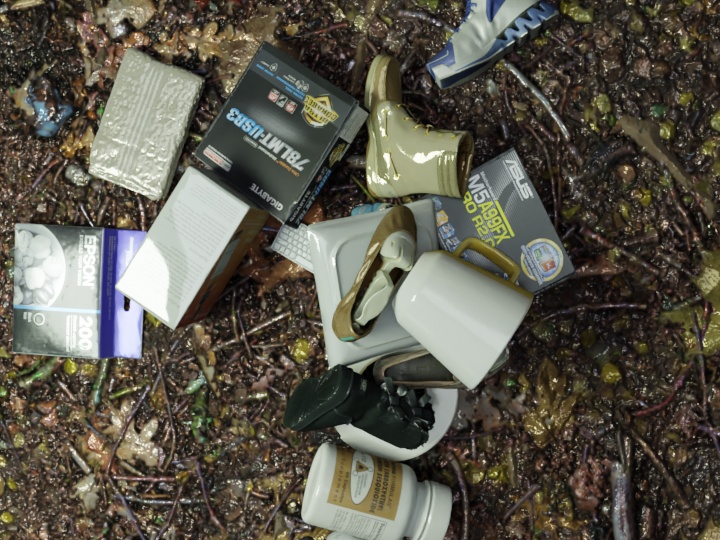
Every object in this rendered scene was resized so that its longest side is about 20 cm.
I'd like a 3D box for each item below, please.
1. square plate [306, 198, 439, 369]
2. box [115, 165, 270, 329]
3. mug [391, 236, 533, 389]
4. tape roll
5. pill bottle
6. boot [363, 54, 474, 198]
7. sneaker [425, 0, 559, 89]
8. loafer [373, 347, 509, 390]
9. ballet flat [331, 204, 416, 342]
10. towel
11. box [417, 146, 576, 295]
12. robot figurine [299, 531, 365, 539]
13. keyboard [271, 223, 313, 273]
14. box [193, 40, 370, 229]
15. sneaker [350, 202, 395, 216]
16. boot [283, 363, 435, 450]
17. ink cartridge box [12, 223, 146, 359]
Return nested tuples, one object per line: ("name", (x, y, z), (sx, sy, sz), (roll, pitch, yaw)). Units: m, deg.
("square plate", (0.034, 0.018, 1.303), (0.195, 0.028, 0.203), (-13, 101, -22))
("box", (-0.234, -0.033, 1.355), (0.106, 0.152, 0.201), (33, 96, 4))
("mug", (0.130, 0.048, 1.266), (0.152, 0.187, 0.150), (33, 109, 5))
("tape roll", (0.045, 0.176, 1.387), (0.199, 0.037, 0.206), (0, 92, 6))
("pill bottle", (0.024, 0.326, 1.347), (0.197, 0.114, 0.116), (17, 94, -7))
("boot", (0.083, -0.201, 1.321), (0.154, 0.072, 0.203), (4, 97, 33))
("sneaker", (0.168, -0.351, 1.335), (0.198, 0.081, 0.116), (-32, 85, 0))
("loafer", (0.117, 0.134, 1.325), (0.197, 0.063, 0.073), (-10, 87, -3))
("ballet flat", (0.029, 0.007, 1.245), (0.068, 0.072, 0.202), (35, 81, -23))
("towel", (-0.321, -0.217, 1.419), (0.131, 0.034, 0.203), (22, 94, 4))
("box", (0.194, -0.049, 1.355), (0.159, 0.044, 0.202), (-26, 89, 9))
("robot figurine", (-0.050, 0.464, 1.370), (0.200, 0.150, 0.125), (-42, 60, 8))
("keyboard", (-0.036, -0.009, 1.403), (0.198, 0.011, 0.057), (30, 96, 5))
("box", (-0.115, -0.195, 1.353), (0.199, 0.050, 0.200), (37, 95, 26))
("sneaker", (0.000, 0.000, 1.363), (0.089, 0.078, 0.203), (13, 87, 38))
("boot", (-0.001, 0.202, 1.325), (0.161, 0.198, 0.074), (26, 56, -21))
("ink cartridge box", (-0.428, 0.033, 1.438), (0.197, 0.043, 0.202), (3, 92, 6))
